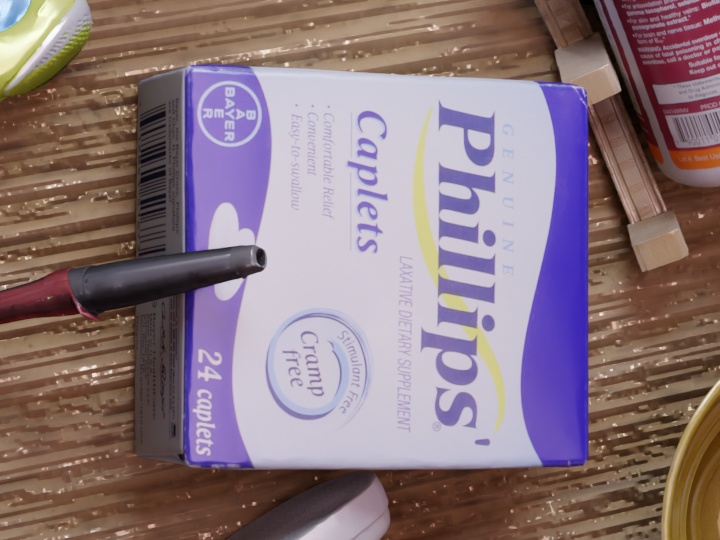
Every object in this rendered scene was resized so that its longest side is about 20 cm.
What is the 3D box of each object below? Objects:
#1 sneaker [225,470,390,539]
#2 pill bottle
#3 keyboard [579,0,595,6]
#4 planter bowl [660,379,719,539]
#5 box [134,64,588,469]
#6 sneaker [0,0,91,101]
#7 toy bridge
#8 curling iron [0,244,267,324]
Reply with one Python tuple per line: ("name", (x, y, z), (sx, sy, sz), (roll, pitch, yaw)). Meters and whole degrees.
("sneaker", (-0.046, 0.192, 1.220), (0.200, 0.074, 0.116), (-38, 101, -6))
("pill bottle", (0.164, -0.151, 1.256), (0.109, 0.110, 0.200), (-30, 112, -17))
("keyboard", (0.183, -0.179, 1.322), (0.199, 0.040, 0.104), (6, 86, -18))
("planter bowl", (0.225, 0.127, 1.299), (0.200, 0.083, 0.201), (1, 88, -18))
("box", (0.000, 0.000, 1.221), (0.199, 0.105, 0.184), (1, 88, -18))
("sneaker", (-0.222, -0.085, 1.178), (0.105, 0.076, 0.200), (46, 68, 1))
("toy bridge", (0.111, -0.099, 1.277), (0.027, 0.067, 0.200), (-23, 108, 9))
("curling iron", (-0.132, 0.013, 1.155), (0.200, 0.050, 0.026), (-8, 100, 22))
